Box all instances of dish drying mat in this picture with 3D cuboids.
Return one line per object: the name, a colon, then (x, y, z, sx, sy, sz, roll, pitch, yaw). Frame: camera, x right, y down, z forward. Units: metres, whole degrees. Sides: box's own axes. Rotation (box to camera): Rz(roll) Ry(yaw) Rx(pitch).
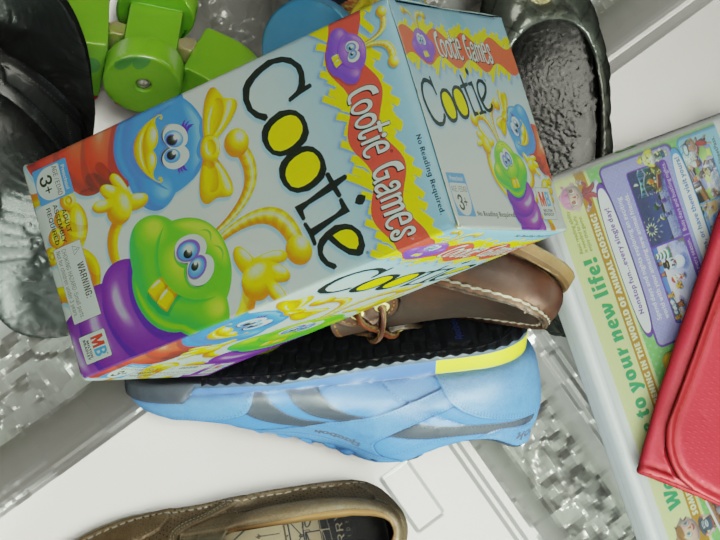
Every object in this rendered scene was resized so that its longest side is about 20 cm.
dish drying mat: (0.196, 0.016, 1.317, 0.077, 0.018, 0.201, 23, 79, -17)

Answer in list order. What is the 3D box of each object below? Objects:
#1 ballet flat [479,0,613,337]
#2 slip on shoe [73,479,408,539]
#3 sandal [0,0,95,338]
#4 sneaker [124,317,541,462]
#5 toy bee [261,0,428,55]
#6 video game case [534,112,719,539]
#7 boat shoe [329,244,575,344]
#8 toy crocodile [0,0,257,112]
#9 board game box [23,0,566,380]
ballet flat: (0.099, -0.067, 1.346, 0.066, 0.057, 0.201, -8, 92, -10)
slip on shoe: (-0.072, 0.148, 1.310, 0.199, 0.061, 0.076, -12, 90, -9)
sandal: (-0.155, -0.055, 1.269, 0.075, 0.048, 0.201, -11, 117, 2)
sneaker: (-0.012, 0.065, 1.323, 0.199, 0.066, 0.079, -4, 119, 0)
toy bee: (-0.004, -0.131, 1.294, 0.200, 0.131, 0.109, 38, 109, -15)
video game case: (0.188, 0.025, 1.335, 0.182, 0.022, 0.201, -20, 93, -20)
boat shoe: (0.000, 0.000, 1.299, 0.199, 0.070, 0.070, 15, 71, 22)
toy crocodile: (-0.142, -0.109, 1.313, 0.199, 0.062, 0.068, 12, 46, -7)
board game box: (-0.030, -0.031, 1.205, 0.200, 0.105, 0.103, -23, 79, 29)
